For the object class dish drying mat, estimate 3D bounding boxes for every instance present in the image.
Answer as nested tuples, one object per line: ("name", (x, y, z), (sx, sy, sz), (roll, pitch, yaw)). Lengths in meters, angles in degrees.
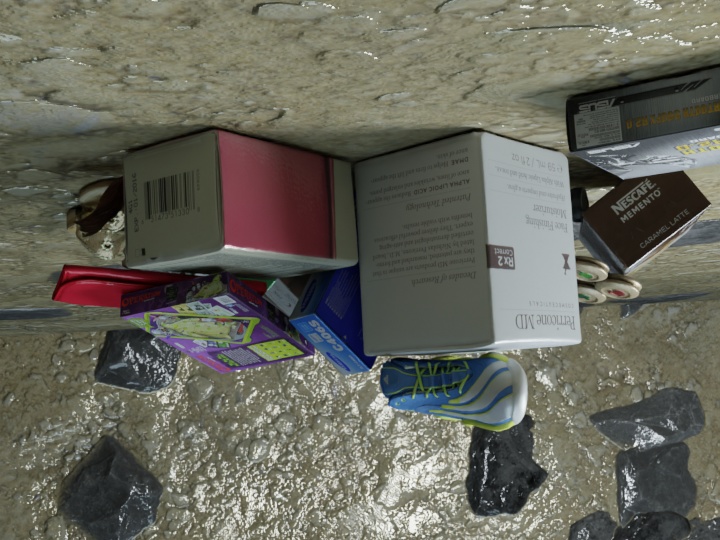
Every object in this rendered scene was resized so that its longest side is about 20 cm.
("dish drying mat", (-0.198, 0.024, 0.999), (0.199, 0.018, 0.077), (5, 154, -24))

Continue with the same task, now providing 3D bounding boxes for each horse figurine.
("horse figurine", (-0.190, -0.049, 1.029), (0.050, 0.133, 0.200), (-5, 161, 40))

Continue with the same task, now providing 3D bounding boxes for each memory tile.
("memory tile", (0.207, 0.009, 1.164), (0.153, 0.017, 0.200), (25, 161, -26))

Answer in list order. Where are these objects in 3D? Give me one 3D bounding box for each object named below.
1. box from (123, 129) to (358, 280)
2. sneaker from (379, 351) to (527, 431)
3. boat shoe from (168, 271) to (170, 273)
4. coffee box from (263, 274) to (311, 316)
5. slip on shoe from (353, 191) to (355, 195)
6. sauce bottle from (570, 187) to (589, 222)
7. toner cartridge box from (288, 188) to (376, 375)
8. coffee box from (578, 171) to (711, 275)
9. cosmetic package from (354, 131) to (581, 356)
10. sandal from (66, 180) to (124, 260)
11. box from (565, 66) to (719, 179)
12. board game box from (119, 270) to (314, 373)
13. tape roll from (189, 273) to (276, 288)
("box", (-0.112, -0.056, 0.968), (0.127, 0.110, 0.200), (-9, 172, 35))
("sneaker", (0.081, 0.120, 0.992), (0.104, 0.076, 0.200), (0, 174, -20))
("boat shoe", (-0.190, -0.051, 1.166), (0.076, 0.060, 0.200), (-43, -179, 11))
("coffee box", (-0.074, -0.004, 1.270), (0.080, 0.113, 0.200), (45, 164, -12))
("slip on shoe", (0.000, 0.000, 1.150), (0.076, 0.201, 0.061), (-20, -159, -19))
("sauce bottle", (0.176, -0.066, 1.224), (0.199, 0.066, 0.066), (-6, 173, 24))
("toner cartridge box", (0.003, 0.004, 1.081), (0.043, 0.201, 0.095), (-18, 126, 43))
("coffee box", (0.319, -0.055, 1.154), (0.114, 0.080, 0.200), (-39, 168, 5))
("cosmetic package", (0.108, -0.017, 1.025), (0.164, 0.201, 0.164), (-10, 171, 42))
("sandal", (-0.285, -0.045, 1.132), (0.077, 0.070, 0.211), (0, 172, -28))
("box", (0.295, -0.126, 0.859), (0.199, 0.049, 0.158), (-7, 172, 30))
("board game box", (-0.140, 0.058, 1.032), (0.119, 0.032, 0.200), (-16, 154, 16))
("tape roll", (-0.152, 0.006, 1.184), (0.048, 0.201, 0.200), (45, 155, -14))
